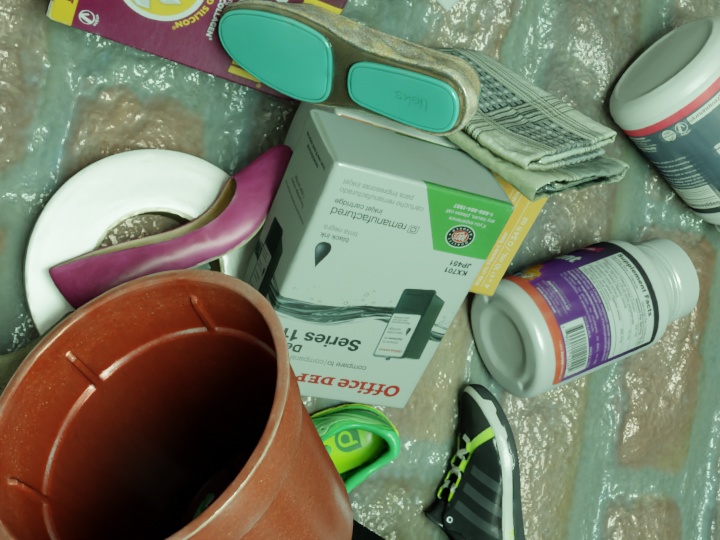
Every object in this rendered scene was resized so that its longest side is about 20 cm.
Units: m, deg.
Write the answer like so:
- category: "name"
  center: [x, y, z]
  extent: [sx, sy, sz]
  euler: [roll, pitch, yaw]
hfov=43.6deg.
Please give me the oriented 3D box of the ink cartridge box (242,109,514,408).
- category: "ink cartridge box"
  center: [0.000, 0.000, 0.675]
  extent: [0.146, 0.083, 0.200]
  euler: [11, 122, -24]

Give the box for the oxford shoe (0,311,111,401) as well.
- category: "oxford shoe"
  center: [-0.271, 0.103, 0.654]
  extent: [0.200, 0.070, 0.075]
  euler: [-30, 79, -4]

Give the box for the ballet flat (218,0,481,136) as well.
- category: "ballet flat"
  center: [-0.005, -0.149, 0.645]
  extent: [0.200, 0.068, 0.067]
  euler: [25, 41, 14]

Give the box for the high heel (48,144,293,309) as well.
- category: "high heel"
  center: [-0.137, -0.039, 0.681]
  extent: [0.096, 0.067, 0.200]
  euler: [42, 80, -17]

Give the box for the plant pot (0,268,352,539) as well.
- category: "plant pot"
  center: [-0.104, 0.137, 0.594]
  extent: [0.201, 0.201, 0.195]
  euler: [-46, 140, -17]

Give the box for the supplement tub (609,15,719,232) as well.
- category: "supplement tub"
  center: [0.358, -0.136, 0.890]
  extent: [0.200, 0.140, 0.140]
  euler: [43, 74, -16]

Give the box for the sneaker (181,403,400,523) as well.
- category: "sneaker"
  center: [-0.058, 0.160, 0.739]
  extent: [0.200, 0.084, 0.074]
  euler: [-20, 97, -21]

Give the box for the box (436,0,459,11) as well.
- category: "box"
  center: [0.054, -0.355, 0.722]
  extent: [0.199, 0.131, 0.200]
  euler: [36, 40, -19]

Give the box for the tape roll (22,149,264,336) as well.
- category: "tape roll"
  center: [-0.164, 0.003, 0.722]
  extent: [0.202, 0.037, 0.203]
  euler: [1, 88, -23]

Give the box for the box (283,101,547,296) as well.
- category: "box"
  center: [0.039, -0.072, 0.750]
  extent: [0.200, 0.098, 0.125]
  euler: [13, 121, -22]

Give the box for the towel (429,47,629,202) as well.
- category: "towel"
  center: [0.118, -0.132, 0.744]
  extent: [0.200, 0.035, 0.192]
  euler: [42, 31, 22]

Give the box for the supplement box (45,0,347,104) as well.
- category: "supplement box"
  center: [-0.117, -0.231, 0.680]
  extent: [0.200, 0.131, 0.103]
  euler: [15, 40, -21]

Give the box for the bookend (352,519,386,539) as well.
- category: "bookend"
  center: [0.000, 0.319, 0.698]
  extent: [0.092, 0.200, 0.199]
  euler: [43, 73, -16]

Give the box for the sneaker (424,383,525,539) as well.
- category: "sneaker"
  center: [0.099, 0.205, 0.811]
  extent: [0.083, 0.072, 0.200]
  euler: [-6, 83, -6]

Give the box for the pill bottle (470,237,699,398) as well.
- category: "pill bottle"
  center: [0.214, 0.035, 0.842]
  extent: [0.200, 0.111, 0.112]
  euler: [-18, 96, -23]
